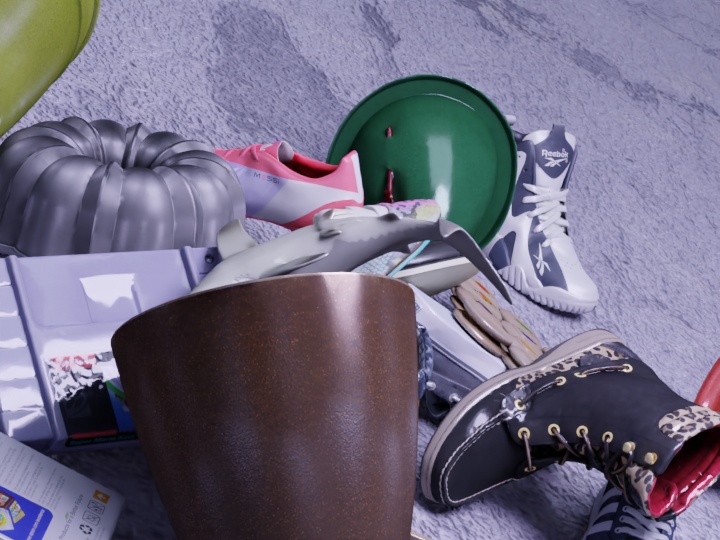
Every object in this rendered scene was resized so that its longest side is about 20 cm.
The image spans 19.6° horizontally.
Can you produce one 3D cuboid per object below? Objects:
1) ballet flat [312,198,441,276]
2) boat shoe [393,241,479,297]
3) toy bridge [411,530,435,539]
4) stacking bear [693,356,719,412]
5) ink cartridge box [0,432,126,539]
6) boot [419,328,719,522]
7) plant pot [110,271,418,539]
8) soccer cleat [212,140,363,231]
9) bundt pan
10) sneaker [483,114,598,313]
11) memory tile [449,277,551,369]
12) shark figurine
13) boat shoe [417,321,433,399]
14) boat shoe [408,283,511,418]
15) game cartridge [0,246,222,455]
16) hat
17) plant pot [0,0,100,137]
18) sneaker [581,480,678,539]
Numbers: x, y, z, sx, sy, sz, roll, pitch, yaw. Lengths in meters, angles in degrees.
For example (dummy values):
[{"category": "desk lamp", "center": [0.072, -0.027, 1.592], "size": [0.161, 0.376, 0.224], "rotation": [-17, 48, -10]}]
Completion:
[{"category": "ballet flat", "center": [-0.025, 0.003, 1.491], "size": [0.071, 0.200, 0.069], "rotation": [49, -15, -19]}, {"category": "boat shoe", "center": [0.001, -0.001, 1.576], "size": [0.201, 0.074, 0.063], "rotation": [-12, 69, -21]}, {"category": "toy bridge", "center": [0.010, 0.156, 1.423], "size": [0.200, 0.027, 0.067], "rotation": [38, 28, 14]}, {"category": "stacking bear", "center": [0.381, 0.155, 1.749], "size": [0.200, 0.114, 0.122], "rotation": [31, 20, -26]}, {"category": "ink cartridge box", "center": [-0.237, 0.120, 1.204], "size": [0.200, 0.037, 0.095], "rotation": [31, 25, -7]}, {"category": "boot", "center": [0.156, 0.127, 1.474], "size": [0.200, 0.073, 0.150], "rotation": [-28, 39, -28]}, {"category": "plant pot", "center": [-0.042, 0.125, 1.234], "size": [0.187, 0.187, 0.201], "rotation": [5, 69, -44]}, {"category": "soccer cleat", "center": [-0.094, -0.072, 1.623], "size": [0.199, 0.077, 0.067], "rotation": [12, 22, 13]}, {"category": "bundt pan", "center": [-0.173, -0.056, 1.487], "size": [0.201, 0.076, 0.202], "rotation": [9, 17, -3]}, {"category": "sneaker", "center": [0.166, -0.063, 1.888], "size": [0.079, 0.130, 0.199], "rotation": [5, 35, -42]}, {"category": "memory tile", "center": [0.130, 0.062, 1.655], "size": [0.153, 0.017, 0.200], "rotation": [42, 8, -6]}, {"category": "shark figurine", "center": [-0.016, 0.009, 1.366], "size": [0.214, 0.090, 0.128], "rotation": [-16, 26, 2]}, {"category": "boat shoe", "center": [-0.005, 0.115, 1.360], "size": [0.071, 0.091, 0.200], "rotation": [19, 40, 3]}, {"category": "boat shoe", "center": [0.080, 0.087, 1.589], "size": [0.200, 0.068, 0.072], "rotation": [37, 10, -37]}, {"category": "game cartridge", "center": [-0.154, 0.049, 1.329], "size": [0.200, 0.038, 0.130], "rotation": [-4, 62, -37]}, {"category": "hat", "center": [0.059, -0.041, 1.660], "size": [0.165, 0.201, 0.176], "rotation": [13, 15, -13]}, {"category": "plant pot", "center": [-0.305, -0.165, 1.508], "size": [0.200, 0.201, 0.193], "rotation": [25, 37, -12]}, {"category": "sneaker", "center": [0.212, 0.174, 1.518], "size": [0.070, 0.109, 0.200], "rotation": [29, 24, -3]}]
